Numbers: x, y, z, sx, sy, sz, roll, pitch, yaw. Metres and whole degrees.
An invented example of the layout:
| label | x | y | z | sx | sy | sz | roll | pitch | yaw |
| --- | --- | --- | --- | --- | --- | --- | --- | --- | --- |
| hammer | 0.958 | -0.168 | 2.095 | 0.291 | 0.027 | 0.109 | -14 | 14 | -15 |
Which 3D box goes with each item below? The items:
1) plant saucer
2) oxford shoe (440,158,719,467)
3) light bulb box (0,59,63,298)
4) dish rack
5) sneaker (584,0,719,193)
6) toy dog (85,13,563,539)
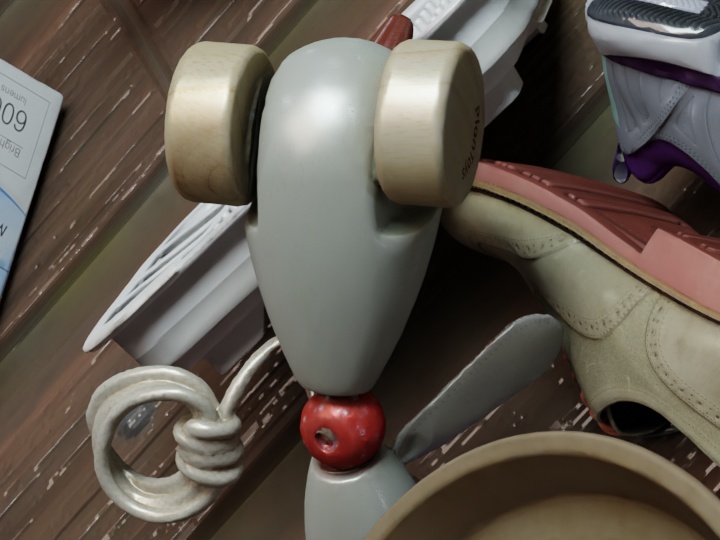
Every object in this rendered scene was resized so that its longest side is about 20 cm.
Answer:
| label | x | y | z | sx | sy | sz | roll | pitch | yaw |
| --- | --- | --- | --- | --- | --- | --- | --- | --- | --- |
| plant saucer | 0.058 | 0.148 | 0.854 | 0.199 | 0.029 | 0.202 | -11 | 73 | 42 |
| oxford shoe | 0.078 | 0.013 | 0.951 | 0.200 | 0.070 | 0.075 | 30 | 107 | 57 |
| light bulb box | -0.255 | -0.018 | 1.203 | 0.124 | 0.198 | 0.201 | -3 | 66 | 46 |
| dish rack | -0.004 | -0.041 | 1.036 | 0.200 | 0.044 | 0.172 | -43 | 5 | 18 |
| sneaker | 0.165 | -0.043 | 0.914 | 0.199 | 0.088 | 0.074 | 20 | 45 | 31 |
| toy dog | 0.000 | 0.000 | 0.922 | 0.096 | 0.131 | 0.201 | -52 | -18 | -53 |
